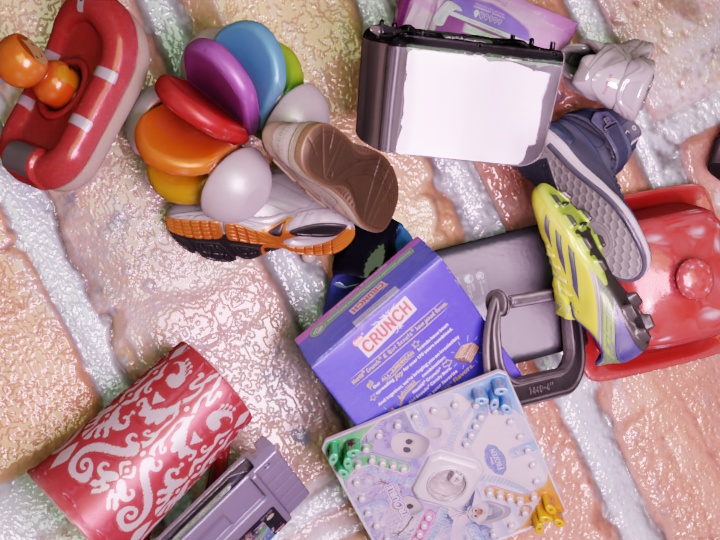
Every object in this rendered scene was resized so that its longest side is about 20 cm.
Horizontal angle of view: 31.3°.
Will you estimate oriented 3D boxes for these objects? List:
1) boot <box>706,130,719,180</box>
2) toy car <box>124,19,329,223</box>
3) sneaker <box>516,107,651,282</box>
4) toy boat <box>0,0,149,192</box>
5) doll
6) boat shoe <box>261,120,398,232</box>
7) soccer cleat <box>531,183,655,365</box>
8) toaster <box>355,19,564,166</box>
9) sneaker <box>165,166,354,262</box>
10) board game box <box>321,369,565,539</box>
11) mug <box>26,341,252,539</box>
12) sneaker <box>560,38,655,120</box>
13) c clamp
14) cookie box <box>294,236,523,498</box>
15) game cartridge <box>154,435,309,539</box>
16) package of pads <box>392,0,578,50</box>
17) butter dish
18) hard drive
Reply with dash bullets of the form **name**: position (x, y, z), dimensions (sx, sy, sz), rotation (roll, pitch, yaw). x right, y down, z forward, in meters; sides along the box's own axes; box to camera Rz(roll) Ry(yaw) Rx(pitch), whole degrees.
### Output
- **boot**: position (0.515, -0.163, 1.507), dimensions (0.187, 0.068, 0.202), rotation (29, 75, -4)
- **toy car**: position (-0.140, -0.164, 1.267), dimensions (0.174, 0.150, 0.200), rotation (38, 76, 22)
- **sneaker**: position (0.268, -0.090, 1.361), dimensions (0.145, 0.077, 0.203), rotation (-21, 68, -40)
- **toy boat**: position (-0.300, -0.186, 1.249), dimensions (0.130, 0.130, 0.202), rotation (35, 78, -49)
- **doll**: position (0.000, 0.000, 1.361), dimensions (0.135, 0.048, 0.203), rotation (12, 89, 19)
- **boat shoe**: position (-0.026, -0.096, 1.266), dimensions (0.200, 0.064, 0.073), rotation (32, 78, -56)
- **soccer cleat**: position (0.218, 0.008, 1.297), dimensions (0.083, 0.065, 0.201), rotation (-30, 96, 29)
- **toaster**: position (0.084, -0.178, 1.262), dimensions (0.197, 0.181, 0.121), rotation (4, 101, -11)
- **sneaker**: position (-0.105, -0.066, 1.348), dimensions (0.197, 0.076, 0.093), rotation (0, 58, -3)
- **board game box**: position (0.088, 0.216, 1.293), dimensions (0.198, 0.026, 0.201), rotation (-22, 119, 7)
- **mug**: position (-0.210, 0.189, 1.298), dimensions (0.133, 0.178, 0.200), rotation (36, 73, 31)
- **sneaker**: position (0.260, -0.221, 1.375), dimensions (0.098, 0.200, 0.079), rotation (21, 105, 3)
- **c clamp**: position (0.183, 0.052, 1.324), dimensions (0.199, 0.027, 0.174), rotation (-15, 100, -46)
- **cookie box**: position (0.057, 0.099, 1.308), dimensions (0.171, 0.075, 0.201), rotation (-39, 117, -5)
- **game cartridge**: position (-0.143, 0.269, 1.299), dimensions (0.200, 0.130, 0.038), rotation (-44, 54, -11)
- **package of pads**: position (0.129, -0.244, 1.396), dimensions (0.198, 0.076, 0.122), rotation (19, 85, -12)
- **butter dish**: position (0.336, 0.010, 1.403), dimensions (0.197, 0.148, 0.203), rotation (-11, 90, -13)
- **hard drive**: position (0.138, 0.037, 1.397), dimensions (0.197, 0.033, 0.142), rotation (-14, 92, -4)
